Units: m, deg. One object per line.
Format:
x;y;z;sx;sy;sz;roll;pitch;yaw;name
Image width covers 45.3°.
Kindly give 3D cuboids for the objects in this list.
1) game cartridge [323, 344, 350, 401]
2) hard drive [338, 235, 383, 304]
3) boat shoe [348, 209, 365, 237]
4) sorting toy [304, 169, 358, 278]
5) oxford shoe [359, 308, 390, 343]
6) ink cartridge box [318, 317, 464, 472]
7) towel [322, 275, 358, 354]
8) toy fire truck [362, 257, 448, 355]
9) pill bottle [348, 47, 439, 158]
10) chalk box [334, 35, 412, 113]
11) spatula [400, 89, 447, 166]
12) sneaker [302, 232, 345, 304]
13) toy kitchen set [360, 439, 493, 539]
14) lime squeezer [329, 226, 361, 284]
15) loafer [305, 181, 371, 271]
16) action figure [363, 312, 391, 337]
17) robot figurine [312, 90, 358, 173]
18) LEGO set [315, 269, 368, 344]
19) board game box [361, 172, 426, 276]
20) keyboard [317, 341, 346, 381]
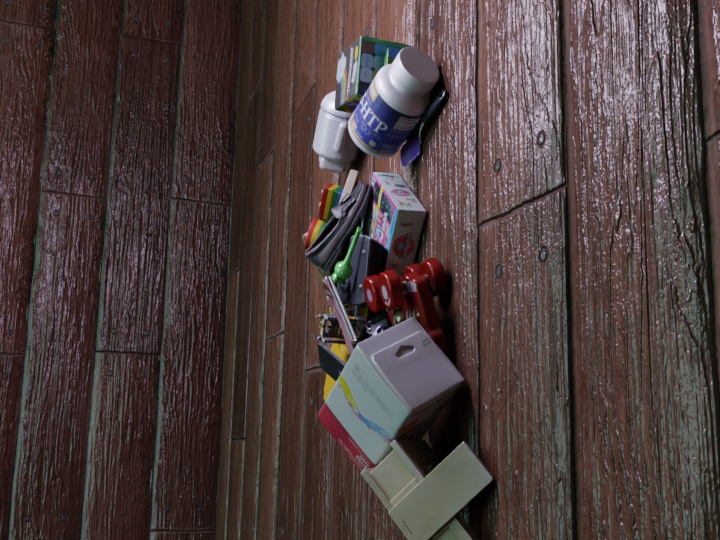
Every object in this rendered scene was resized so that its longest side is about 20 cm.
-0.041;0.264;2.004;0.200;0.032;0.180;-122;40;-65;game cartridge
0.000;0.000;1.723;0.200;0.041;0.139;180;96;-74;hard drive
0.001;-0.119;1.913;0.201;0.063;0.075;119;150;-52;boat shoe
-0.069;-0.106;1.943;0.199;0.068;0.204;96;-168;-73;sorting toy
0.043;0.104;1.753;0.071;0.070;0.205;-71;-7;-84;oxford shoe
0.049;0.211;1.446;0.145;0.144;0.202;48;135;22;ink cartridge box
-0.037;0.098;1.744;0.200;0.022;0.147;85;162;-75;towel
0.090;0.078;1.552;0.200;0.110;0.172;161;95;-71;toy fire truck
0.067;-0.326;1.671;0.201;0.117;0.122;-53;36;45;pill bottle
0.034;-0.404;1.800;0.199;0.121;0.128;178;98;-70;chalk box
0.121;-0.274;1.657;0.201;0.020;0.058;121;153;-52;spatula
-0.052;-0.015;2.071;0.204;0.111;0.071;67;161;-9;sneaker
0.142;0.349;1.389;0.163;0.180;0.201;-43;69;8;toy kitchen set
-0.039;-0.004;1.719;0.201;0.037;0.072;118;153;-56;lime squeezer
-0.046;-0.098;1.777;0.203;0.062;0.072;-62;12;7;loafer
0.053;0.163;1.622;0.132;0.068;0.201;64;180;-25;action figure
-0.049;-0.337;2.046;0.170;0.110;0.204;-108;29;-63;robot figurine
-0.051;0.078;1.936;0.154;0.113;0.205;-130;48;-64;LEGO set
0.061;-0.091;1.729;0.201;0.063;0.151;-120;38;-60;board game box
-0.027;0.244;1.861;0.199;0.020;0.129;37;142;43;keyboard
